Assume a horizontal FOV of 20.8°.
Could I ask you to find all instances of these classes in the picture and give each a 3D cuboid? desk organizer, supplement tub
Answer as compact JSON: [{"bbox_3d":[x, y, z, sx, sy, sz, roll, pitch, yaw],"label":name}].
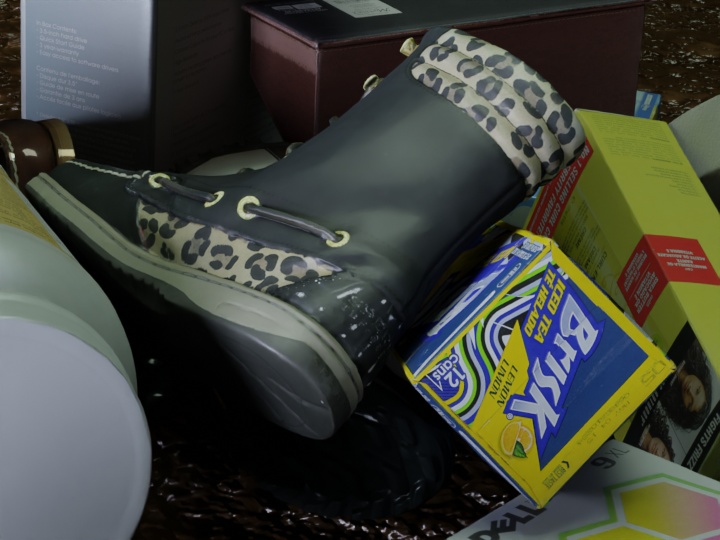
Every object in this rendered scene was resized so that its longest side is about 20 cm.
[{"bbox_3d":[0.044,-0.097,0.972,0.199,0.078,0.072,-11,27,-30],"label":"desk organizer"},{"bbox_3d":[-0.165,0.034,0.711,0.144,0.147,0.200,-7,25,-24],"label":"supplement tub"}]

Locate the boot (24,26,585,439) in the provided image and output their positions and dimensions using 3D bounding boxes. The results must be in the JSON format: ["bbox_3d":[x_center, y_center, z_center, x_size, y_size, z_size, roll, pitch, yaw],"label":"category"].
[{"bbox_3d":[-0.025,-0.030,0.749,0.154,0.074,0.203,-44,40,-17],"label":"boot"}]

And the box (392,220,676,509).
[{"bbox_3d":[0.055,0.027,0.742,0.064,0.070,0.200,44,1,-5],"label":"box"}]

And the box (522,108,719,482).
[{"bbox_3d":[0.127,0.019,0.820,0.050,0.076,0.201,8,37,-20],"label":"box"}]

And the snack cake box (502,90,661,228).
[{"bbox_3d":[0.089,-0.043,1.038,0.114,0.068,0.200,10,23,11],"label":"snack cake box"}]

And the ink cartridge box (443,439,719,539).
[{"bbox_3d":[0.094,0.115,0.675,0.199,0.060,0.104,21,29,36],"label":"ink cartridge box"}]

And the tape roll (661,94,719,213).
[{"bbox_3d":[0.227,-0.040,0.927,0.201,0.203,0.037,-1,66,-12],"label":"tape roll"}]

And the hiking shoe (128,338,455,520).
[{"bbox_3d":[-0.033,0.039,0.813,0.199,0.075,0.086,21,29,34],"label":"hiking shoe"}]

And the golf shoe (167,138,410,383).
[{"bbox_3d":[0.000,0.000,0.878,0.198,0.078,0.095,13,26,-6],"label":"golf shoe"}]

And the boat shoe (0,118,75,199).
[{"bbox_3d":[-0.181,-0.028,0.895,0.070,0.071,0.200,1,-7,-24],"label":"boat shoe"}]

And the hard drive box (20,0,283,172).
[{"bbox_3d":[-0.093,-0.099,0.966,0.076,0.202,0.156,15,24,23],"label":"hard drive box"}]
